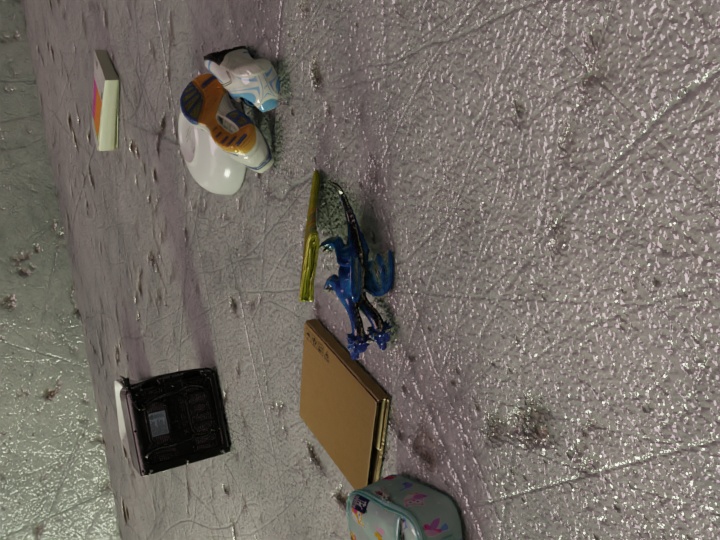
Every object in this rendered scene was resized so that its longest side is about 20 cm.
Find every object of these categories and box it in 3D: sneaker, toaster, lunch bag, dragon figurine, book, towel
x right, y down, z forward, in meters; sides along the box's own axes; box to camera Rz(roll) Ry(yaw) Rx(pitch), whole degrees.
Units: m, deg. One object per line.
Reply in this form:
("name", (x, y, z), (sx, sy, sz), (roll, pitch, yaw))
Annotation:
("sneaker", (-0.170, -0.272, 1.126), (0.200, 0.071, 0.073), (43, 147, 54))
("toaster", (-0.366, 0.281, 1.548), (0.119, 0.180, 0.201), (-15, 87, 63))
("lunch bag", (0.054, 0.339, 0.903), (0.160, 0.077, 0.201), (4, 102, 61))
("dragon figurine", (0.000, 0.000, 0.910), (0.099, 0.059, 0.201), (37, 131, 51))
("book", (-0.625, -0.412, 1.939), (0.134, 0.048, 0.201), (60, 145, 37))
("sneaker", (-0.196, -0.210, 1.168), (0.200, 0.075, 0.088), (53, -177, 36))
("towel", (-0.057, -0.046, 0.955), (0.200, 0.018, 0.087), (-93, 13, -63))

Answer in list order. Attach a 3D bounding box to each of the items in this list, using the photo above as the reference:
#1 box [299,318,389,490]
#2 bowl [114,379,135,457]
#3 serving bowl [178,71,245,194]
("box", (-0.028, 0.183, 1.060), (0.200, 0.021, 0.164), (41, 134, 49))
("bowl", (-0.583, 0.389, 2.094), (0.199, 0.074, 0.201), (22, 119, 57))
("serving bowl", (-0.250, -0.219, 1.292), (0.200, 0.065, 0.201), (30, 126, 54))
